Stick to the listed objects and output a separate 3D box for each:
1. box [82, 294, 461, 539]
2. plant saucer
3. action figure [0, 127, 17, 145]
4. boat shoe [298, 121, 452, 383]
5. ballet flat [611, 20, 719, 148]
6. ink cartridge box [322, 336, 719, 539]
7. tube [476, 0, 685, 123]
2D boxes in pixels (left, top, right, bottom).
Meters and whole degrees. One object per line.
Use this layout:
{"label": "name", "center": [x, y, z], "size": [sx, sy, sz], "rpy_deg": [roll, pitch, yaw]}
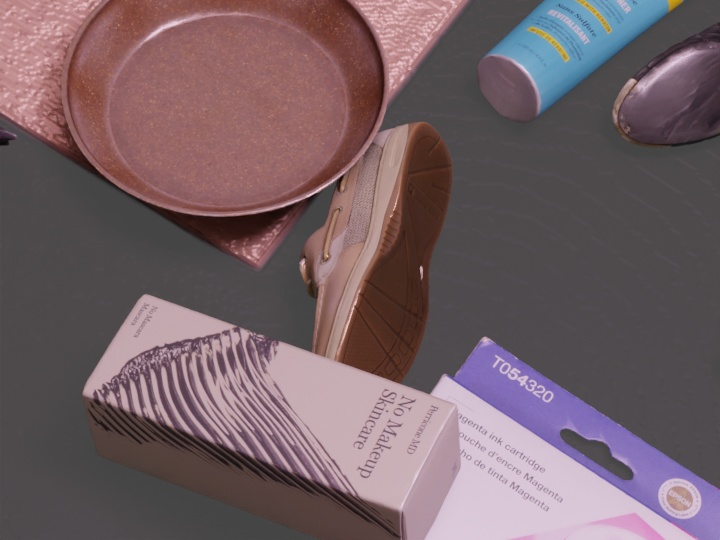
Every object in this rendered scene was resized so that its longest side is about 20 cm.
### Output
{"label": "box", "center": [-0.049, 0.089, 1.435], "size": [0.199, 0.068, 0.082], "rpy_deg": [17, 56, 17]}
{"label": "plant saucer", "center": [-0.082, -0.107, 1.574], "size": [0.200, 0.037, 0.201], "rpy_deg": [0, 57, -1]}
{"label": "action figure", "center": [-0.273, -0.056, 1.485], "size": [0.118, 0.102, 0.200], "rpy_deg": [11, 60, 9]}
{"label": "boat shoe", "center": [0.000, 0.000, 1.530], "size": [0.065, 0.072, 0.200], "rpy_deg": [-7, 53, 32]}
{"label": "ballet flat", "center": [0.242, -0.134, 1.666], "size": [0.200, 0.057, 0.067], "rpy_deg": [-31, 104, -21]}
{"label": "ink cartridge box", "center": [0.103, 0.151, 1.472], "size": [0.196, 0.043, 0.200], "rpy_deg": [32, 61, 9]}
{"label": "tube", "center": [0.154, -0.168, 1.666], "size": [0.077, 0.050, 0.200], "rpy_deg": [44, 57, 6]}
